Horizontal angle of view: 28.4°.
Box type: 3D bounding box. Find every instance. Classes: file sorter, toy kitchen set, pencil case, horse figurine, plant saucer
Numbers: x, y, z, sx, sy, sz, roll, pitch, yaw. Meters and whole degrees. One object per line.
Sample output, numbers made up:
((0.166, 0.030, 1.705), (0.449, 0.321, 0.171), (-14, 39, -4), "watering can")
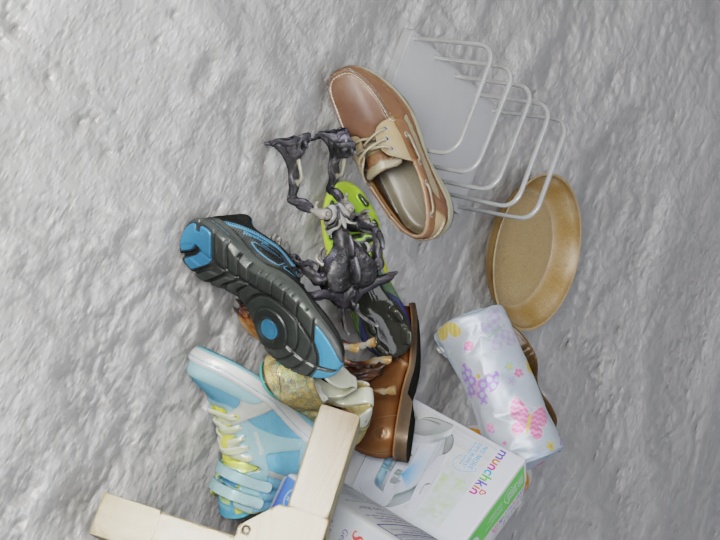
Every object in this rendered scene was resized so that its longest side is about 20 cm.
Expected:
((0.122, -0.153, 1.567), (0.200, 0.124, 0.139), (33, 75, -51), "file sorter")
((-0.121, 0.209, 1.345), (0.163, 0.200, 0.181), (93, 14, -73), "toy kitchen set")
((0.161, 0.140, 1.662), (0.091, 0.083, 0.200), (-21, 77, -13), "pencil case")
((-0.039, 0.088, 1.457), (0.200, 0.132, 0.050), (49, 48, -62), "horse figurine")
((0.210, -0.025, 1.784), (0.200, 0.035, 0.200), (-18, 114, -48), "plant saucer")

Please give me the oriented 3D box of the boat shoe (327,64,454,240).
((0.028, -0.119, 1.440), (0.200, 0.076, 0.072), (57, 22, -1), "boat shoe")

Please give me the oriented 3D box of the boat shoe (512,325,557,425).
((0.187, 0.136, 1.792), (0.073, 0.063, 0.200), (-29, 125, -8), "boat shoe")

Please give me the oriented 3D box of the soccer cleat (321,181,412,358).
((-0.001, 0.001, 1.518), (0.065, 0.084, 0.200), (-22, 103, -11), "soccer cleat")

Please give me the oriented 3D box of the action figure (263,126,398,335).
((-0.032, -0.038, 1.409), (0.119, 0.102, 0.200), (-13, 95, -24), "action figure")

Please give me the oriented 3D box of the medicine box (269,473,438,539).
((-0.011, 0.325, 1.391), (0.103, 0.200, 0.182), (21, 94, -58), "medicine box")

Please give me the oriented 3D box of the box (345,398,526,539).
((0.054, 0.260, 1.547), (0.200, 0.176, 0.097), (-46, 151, -32), "box")

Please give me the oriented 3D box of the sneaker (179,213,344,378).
((-0.076, 0.015, 1.326), (0.082, 0.200, 0.073), (-22, 153, -52), "sneaker")

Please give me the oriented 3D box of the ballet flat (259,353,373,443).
((-0.025, 0.123, 1.401), (0.200, 0.071, 0.071), (40, 69, -54), "ballet flat")

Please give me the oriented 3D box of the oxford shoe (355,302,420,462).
((0.030, 0.115, 1.565), (0.071, 0.071, 0.200), (82, 16, -50), "oxford shoe")

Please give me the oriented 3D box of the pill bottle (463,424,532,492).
((0.108, 0.287, 1.687), (0.200, 0.112, 0.112), (-47, 133, -33), "pill bottle")

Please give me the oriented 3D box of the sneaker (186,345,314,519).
((-0.122, 0.169, 1.398), (0.200, 0.080, 0.131), (43, 76, -36), "sneaker")
